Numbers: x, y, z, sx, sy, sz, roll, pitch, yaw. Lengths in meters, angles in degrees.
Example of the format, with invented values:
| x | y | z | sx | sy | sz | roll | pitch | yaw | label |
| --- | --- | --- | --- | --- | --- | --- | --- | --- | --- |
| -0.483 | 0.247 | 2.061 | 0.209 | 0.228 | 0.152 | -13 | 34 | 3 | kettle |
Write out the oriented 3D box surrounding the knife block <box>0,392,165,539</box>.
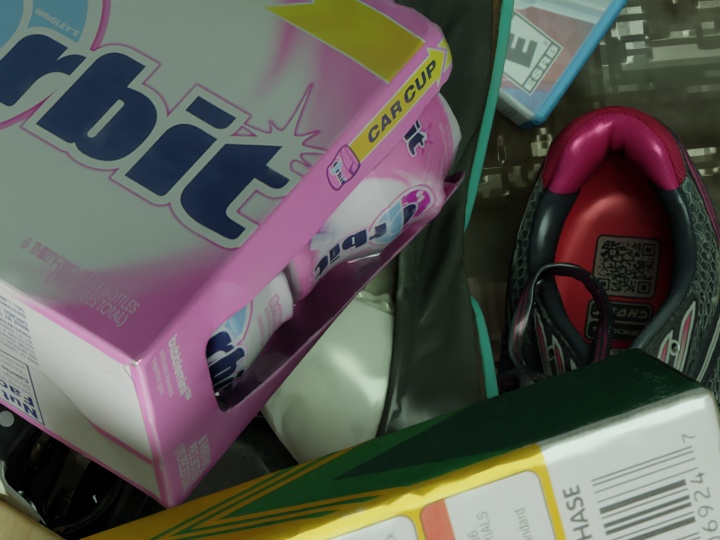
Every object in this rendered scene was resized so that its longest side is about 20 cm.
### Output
| x | y | z | sx | sy | sz | roll | pitch | yaw | label |
| --- | --- | --- | --- | --- | --- | --- | --- | --- | --- |
| -0.097 | 0.089 | 0.703 | 0.064 | 0.200 | 0.176 | 31 | 109 | -9 | knife block |

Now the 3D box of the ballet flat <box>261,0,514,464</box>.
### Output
| x | y | z | sx | sy | sz | roll | pitch | yaw | label |
| --- | --- | --- | --- | --- | --- | --- | --- | --- | --- |
| 0.000 | 0.000 | 0.761 | 0.068 | 0.068 | 0.201 | 8 | 68 | -18 | ballet flat |

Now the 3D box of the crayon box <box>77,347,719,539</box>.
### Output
| x | y | z | sx | sy | sz | roll | pitch | yaw | label |
| --- | --- | --- | --- | --- | --- | --- | --- | --- | --- |
| -0.004 | 0.110 | 0.667 | 0.199 | 0.052 | 0.126 | -18 | 103 | -10 | crayon box |

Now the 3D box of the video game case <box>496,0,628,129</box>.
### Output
| x | y | z | sx | sy | sz | roll | pitch | yaw | label |
| --- | --- | --- | --- | --- | --- | --- | --- | --- | --- |
| 0.010 | -0.156 | 0.824 | 0.200 | 0.018 | 0.143 | 37 | 79 | -8 | video game case |

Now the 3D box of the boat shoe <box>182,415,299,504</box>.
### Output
| x | y | z | sx | sy | sz | roll | pitch | yaw | label |
| --- | --- | --- | --- | --- | --- | --- | --- | --- | --- |
| -0.037 | 0.137 | 0.757 | 0.073 | 0.063 | 0.203 | 2 | 84 | 24 | boat shoe |

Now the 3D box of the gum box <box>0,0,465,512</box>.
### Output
| x | y | z | sx | sy | sz | roll | pitch | yaw | label |
| --- | --- | --- | --- | --- | --- | --- | --- | --- | --- |
| -0.082 | -0.040 | 0.709 | 0.199 | 0.066 | 0.114 | 30 | 63 | 23 | gum box |

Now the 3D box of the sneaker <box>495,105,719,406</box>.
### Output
| x | y | z | sx | sy | sz | roll | pitch | yaw | label |
| --- | --- | --- | --- | --- | --- | --- | --- | --- | --- |
| 0.060 | 0.055 | 0.763 | 0.080 | 0.075 | 0.201 | -3 | 65 | 7 | sneaker |
